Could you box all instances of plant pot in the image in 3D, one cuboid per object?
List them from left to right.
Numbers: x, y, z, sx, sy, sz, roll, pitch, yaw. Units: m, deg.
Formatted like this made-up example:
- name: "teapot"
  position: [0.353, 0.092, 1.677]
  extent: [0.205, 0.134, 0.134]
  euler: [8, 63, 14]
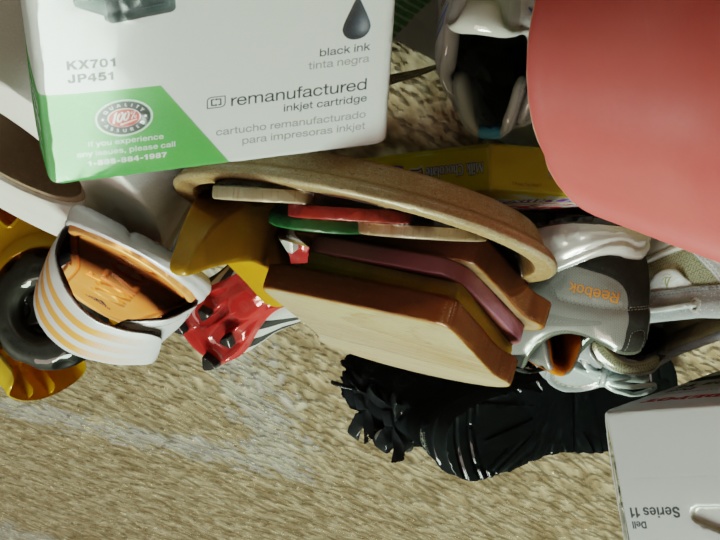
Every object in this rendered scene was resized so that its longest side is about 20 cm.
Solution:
- name: "plant pot"
  position: [0.177, -0.082, 0.660]
  extent: [0.177, 0.201, 0.200]
  euler: [9, 153, 43]

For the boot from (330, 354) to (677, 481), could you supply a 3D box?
- name: "boot"
  position: [0.093, 0.079, 1.122]
  extent: [0.162, 0.197, 0.074]
  euler: [22, 123, 62]

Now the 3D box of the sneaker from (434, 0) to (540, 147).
- name: "sneaker"
  position: [0.064, -0.091, 0.765]
  extent: [0.075, 0.087, 0.200]
  euler: [4, 158, 16]

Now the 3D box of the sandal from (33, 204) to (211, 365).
- name: "sandal"
  position: [-0.130, 0.021, 0.848]
  extent: [0.079, 0.059, 0.207]
  euler: [29, 165, -7]

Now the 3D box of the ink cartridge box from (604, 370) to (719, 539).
- name: "ink cartridge box"
  position: [0.254, 0.093, 0.920]
  extent: [0.199, 0.084, 0.146]
  euler: [-13, -178, -44]

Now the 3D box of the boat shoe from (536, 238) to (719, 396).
- name: "boat shoe"
  position: [0.155, 0.029, 0.897]
  extent: [0.074, 0.065, 0.202]
  euler: [15, 152, -24]

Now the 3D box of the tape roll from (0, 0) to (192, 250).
- name: "tape roll"
  position: [-0.152, -0.118, 0.832]
  extent: [0.202, 0.140, 0.203]
  euler: [26, 162, 9]

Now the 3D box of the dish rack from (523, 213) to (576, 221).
- name: "dish rack"
  position: [0.064, -0.002, 1.031]
  extent: [0.153, 0.055, 0.200]
  euler: [31, 152, -19]

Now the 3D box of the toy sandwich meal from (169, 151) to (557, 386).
- name: "toy sandwich meal"
  position: [0.000, 0.000, 0.777]
  extent: [0.204, 0.071, 0.205]
  euler: [13, 172, 2]

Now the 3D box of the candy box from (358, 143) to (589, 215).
- name: "candy box"
  position: [0.101, -0.044, 0.839]
  extent: [0.199, 0.027, 0.102]
  euler: [1, 175, -40]

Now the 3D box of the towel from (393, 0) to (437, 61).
- name: "towel"
  position: [0.073, -0.133, 0.810]
  extent: [0.199, 0.023, 0.152]
  euler: [30, 152, -18]

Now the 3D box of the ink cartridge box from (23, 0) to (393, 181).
- name: "ink cartridge box"
  position: [-0.062, -0.141, 0.633]
  extent: [0.146, 0.083, 0.201]
  euler: [-8, 137, -10]

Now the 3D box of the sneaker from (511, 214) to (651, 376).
- name: "sneaker"
  position: [0.076, 0.022, 0.890]
  extent: [0.074, 0.080, 0.200]
  euler: [-4, 174, -39]

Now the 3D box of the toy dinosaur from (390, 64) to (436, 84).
- name: "toy dinosaur"
  position: [-0.044, -0.066, 0.907]
  extent: [0.058, 0.101, 0.200]
  euler: [45, 145, -6]

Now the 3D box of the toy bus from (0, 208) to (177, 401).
- name: "toy bus"
  position: [-0.185, -0.048, 1.030]
  extent: [0.192, 0.200, 0.136]
  euler: [48, -171, 9]

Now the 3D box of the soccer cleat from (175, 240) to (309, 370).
- name: "soccer cleat"
  position: [-0.038, -0.001, 1.015]
  extent: [0.200, 0.085, 0.069]
  euler: [-30, 103, 41]
